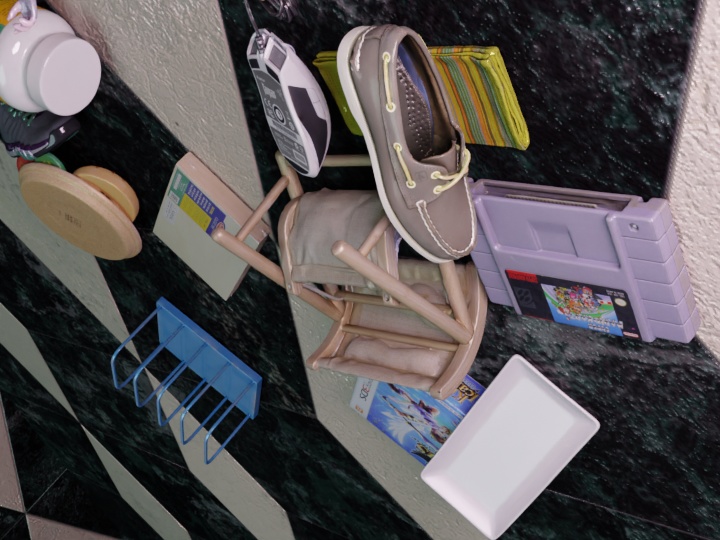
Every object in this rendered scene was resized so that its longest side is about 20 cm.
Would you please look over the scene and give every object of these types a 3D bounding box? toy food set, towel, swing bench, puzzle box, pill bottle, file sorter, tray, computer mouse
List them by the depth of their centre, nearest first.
[{"bbox_3d":[0.044,-0.138,0.831,0.198,0.018,0.087,12,138,46],"label":"towel"},{"bbox_3d":[-0.064,-0.173,0.880,0.109,0.044,0.202,36,152,45],"label":"computer mouse"},{"bbox_3d":[0.000,0.000,0.967,0.197,0.130,0.201,7,141,47],"label":"swing bench"},{"bbox_3d":[0.149,0.180,1.047,0.107,0.022,0.201,39,124,9],"label":"tray"},{"bbox_3d":[-0.385,-0.243,1.147,0.198,0.113,0.114,27,148,29],"label":"pill bottle"},{"bbox_3d":[-0.183,-0.048,1.244,0.133,0.025,0.200,44,152,0],"label":"puzzle box"},{"bbox_3d":[-0.380,-0.087,1.402,0.195,0.049,0.201,22,153,13],"label":"toy food set"},{"bbox_3d":[-0.262,0.170,1.543,0.199,0.123,0.140,37,151,12],"label":"file sorter"}]

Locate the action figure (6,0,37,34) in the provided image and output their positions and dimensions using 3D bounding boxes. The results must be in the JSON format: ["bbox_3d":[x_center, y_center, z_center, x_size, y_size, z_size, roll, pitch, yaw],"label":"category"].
[{"bbox_3d":[-0.275,-0.230,0.662,0.201,0.131,0.152,-112,29,-58],"label":"action figure"}]

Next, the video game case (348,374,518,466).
[{"bbox_3d":[0.084,0.164,1.164,0.199,0.046,0.182,37,152,12],"label":"video game case"}]

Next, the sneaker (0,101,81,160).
[{"bbox_3d":[-0.429,-0.195,1.319,0.198,0.074,0.089,3,128,52],"label":"sneaker"}]

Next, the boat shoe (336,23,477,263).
[{"bbox_3d":[0.047,-0.092,0.792,0.060,0.072,0.204,7,129,51],"label":"boat shoe"}]

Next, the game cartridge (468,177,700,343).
[{"bbox_3d":[0.168,-0.008,0.832,0.198,0.038,0.131,12,134,45],"label":"game cartridge"}]
